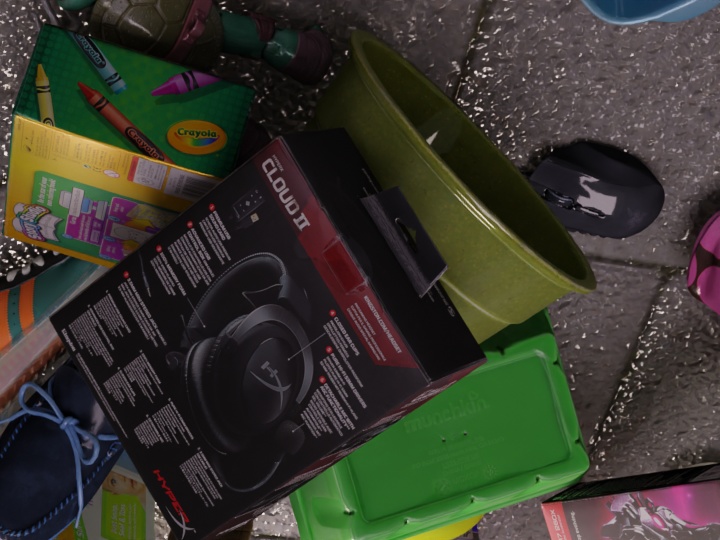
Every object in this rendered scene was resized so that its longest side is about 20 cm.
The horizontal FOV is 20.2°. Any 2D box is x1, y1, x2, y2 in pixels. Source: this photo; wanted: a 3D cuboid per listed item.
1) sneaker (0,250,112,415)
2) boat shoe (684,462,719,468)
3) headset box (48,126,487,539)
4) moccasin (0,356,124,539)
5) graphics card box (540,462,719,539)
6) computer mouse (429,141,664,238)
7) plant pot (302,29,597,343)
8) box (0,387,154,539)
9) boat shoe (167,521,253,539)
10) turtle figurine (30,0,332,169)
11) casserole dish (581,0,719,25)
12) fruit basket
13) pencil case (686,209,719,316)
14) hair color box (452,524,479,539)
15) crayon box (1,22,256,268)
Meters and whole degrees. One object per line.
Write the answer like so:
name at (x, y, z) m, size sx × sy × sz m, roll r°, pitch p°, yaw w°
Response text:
sneaker at (-0.221, 0.027, 1.262) m, size 0.200 × 0.071 × 0.080 m, roll -43°, pitch 82°, yaw 3°
boat shoe at (0.280, 0.217, 1.483) m, size 0.072 × 0.068 × 0.200 m, roll -21°, pitch 127°, yaw 12°
headset box at (-0.043, 0.031, 1.059) m, size 0.200 × 0.077 × 0.149 m, roll -37°, pitch 81°, yaw 26°
moccasin at (-0.172, 0.079, 1.244) m, size 0.080 × 0.200 × 0.068 m, roll 30°, pitch 152°, yaw 1°
graphics card box at (0.216, 0.189, 1.285) m, size 0.200 × 0.051 × 0.126 m, roll -14°, pitch 93°, yaw 45°
computer mouse at (0.098, -0.054, 1.262) m, size 0.199 × 0.034 × 0.059 m, roll 8°, pitch 128°, yaw -13°
plant pot at (0.000, 0.000, 1.164) m, size 0.190 × 0.200 × 0.200 m, roll -44°, pitch 122°, yaw 12°
box at (-0.203, 0.186, 1.309) m, size 0.112 × 0.200 × 0.101 m, roll 25°, pitch 122°, yaw -24°
boat shoe at (-0.121, 0.241, 1.370) m, size 0.073 × 0.200 × 0.063 m, roll 17°, pitch 134°, yaw 12°
turtle figurine at (-0.115, -0.141, 1.130) m, size 0.150 × 0.101 × 0.200 m, roll -40°, pitch 129°, yaw 22°
casserole dish at (0.151, -0.226, 1.129) m, size 0.121 × 0.039 × 0.200 m, roll -25°, pitch 128°, yaw 12°
fruit basket at (0.044, 0.112, 1.339) m, size 0.215 × 0.216 × 0.156 m, roll -16°, pitch 93°, yaw 5°
pencil case at (0.288, 0.048, 1.268) m, size 0.091 × 0.200 × 0.094 m, roll -21°, pitch 146°, yaw -22°
hair color box at (0.011, 0.263, 1.481) m, size 0.109 × 0.065 × 0.200 m, roll 8°, pitch 133°, yaw -13°
crayon box at (-0.135, -0.058, 1.139) m, size 0.118 × 0.058 × 0.200 m, roll 17°, pitch 160°, yaw -6°
